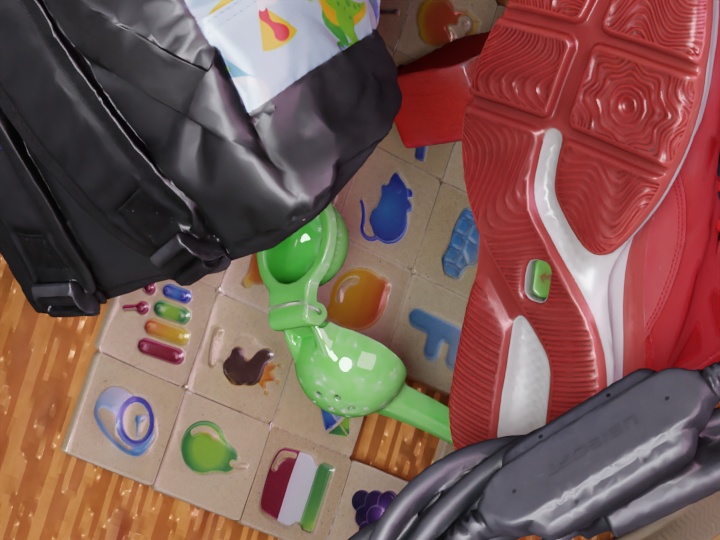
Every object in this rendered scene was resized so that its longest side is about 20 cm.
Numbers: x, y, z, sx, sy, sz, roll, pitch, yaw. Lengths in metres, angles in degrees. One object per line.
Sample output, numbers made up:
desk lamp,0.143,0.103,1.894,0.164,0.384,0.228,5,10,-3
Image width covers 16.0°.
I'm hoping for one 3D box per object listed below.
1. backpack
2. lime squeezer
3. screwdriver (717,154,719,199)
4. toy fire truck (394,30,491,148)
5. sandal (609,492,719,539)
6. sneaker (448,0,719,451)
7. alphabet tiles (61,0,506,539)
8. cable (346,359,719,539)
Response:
backpack,-0.083,-0.106,0.724,0.200,0.163,0.154,48,57,-15
lime squeezer,0.000,0.000,0.821,0.071,0.038,0.200,-31,102,-23
screwdriver,0.098,0.011,0.895,0.028,0.029,0.200,45,63,-23
toy fire truck,0.081,-0.135,0.874,0.200,0.049,0.141,-26,101,-33
sandal,0.095,0.136,0.877,0.200,0.054,0.080,-39,109,-27
sneaker,0.090,-0.026,0.829,0.116,0.078,0.200,-14,124,-55
alphabet tiles,0.003,-0.006,0.852,0.167,0.008,0.200,25,75,-29
cable,0.078,0.111,0.800,0.200,0.051,0.163,-35,127,6
